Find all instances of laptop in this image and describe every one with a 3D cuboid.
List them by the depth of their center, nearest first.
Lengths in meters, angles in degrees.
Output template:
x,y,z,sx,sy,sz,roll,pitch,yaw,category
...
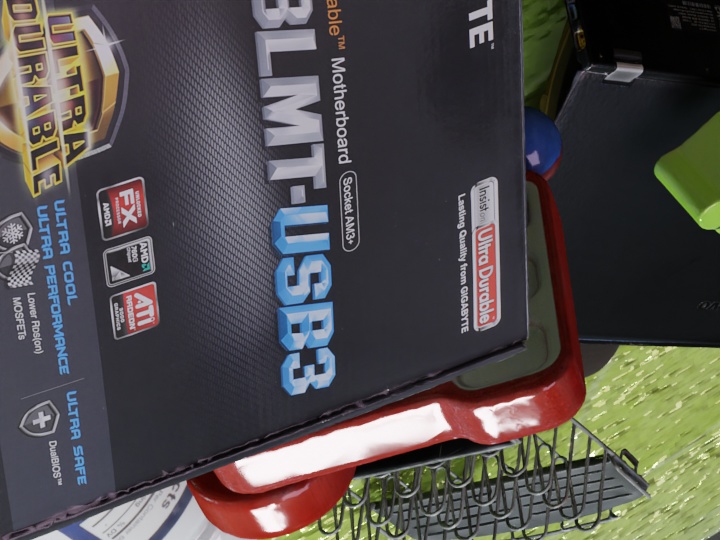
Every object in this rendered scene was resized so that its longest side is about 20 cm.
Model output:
x,y,z,sx,sy,sz,roll,pitch,yaw,category
0.125,-0.081,1.038,0.187,0.201,0.116,3,158,-38,laptop

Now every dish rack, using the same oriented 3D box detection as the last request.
x,y,z,sx,sy,sz,roll,pitch,yaw,category
0.038,0.096,1.117,0.153,0.055,0.200,-13,148,28,dish rack

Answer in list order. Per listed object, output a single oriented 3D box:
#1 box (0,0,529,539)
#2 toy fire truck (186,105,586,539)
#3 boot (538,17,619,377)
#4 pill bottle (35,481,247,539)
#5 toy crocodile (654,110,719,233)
x,y,z,sx,sy,sz,roll,pitch,yaw,category
-0.044,-0.035,0.722,0.198,0.050,0.201,-18,127,-22,box
0.000,0.000,0.925,0.167,0.200,0.112,-14,130,11,toy fire truck
0.091,-0.059,1.072,0.073,0.075,0.201,7,102,-32,boot
-0.124,0.063,0.978,0.111,0.111,0.200,-44,138,4,pill bottle
0.209,-0.078,0.961,0.199,0.068,0.062,-27,139,-4,toy crocodile
